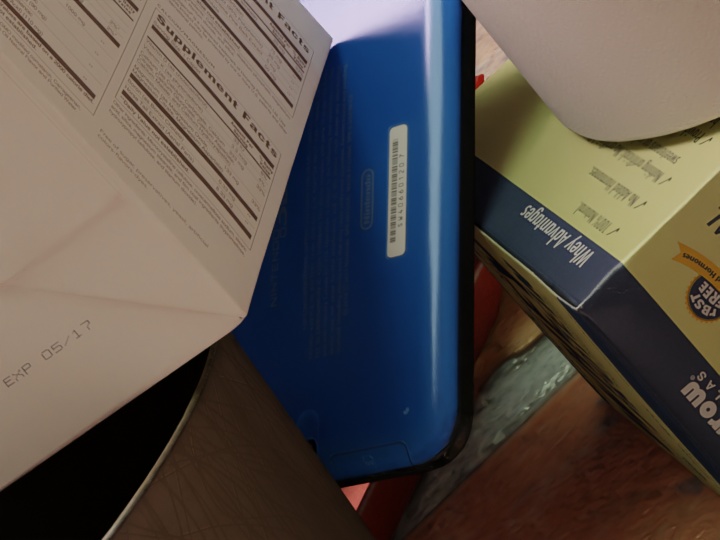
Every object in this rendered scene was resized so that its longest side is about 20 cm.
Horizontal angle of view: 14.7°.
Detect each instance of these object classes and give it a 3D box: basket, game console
[{"bbox_3d":[-0.045,0.141,0.939,0.136,0.200,0.181,-11,38,52],"label":"basket"},{"bbox_3d":[0.000,0.000,1.062,0.170,0.118,0.201,-14,66,36],"label":"game console"}]

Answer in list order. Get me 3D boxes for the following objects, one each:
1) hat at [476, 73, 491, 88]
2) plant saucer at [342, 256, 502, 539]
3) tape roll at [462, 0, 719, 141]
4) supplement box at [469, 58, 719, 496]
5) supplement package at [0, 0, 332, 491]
[{"bbox_3d":[0.004,-0.033,1.241,0.201,0.175,0.166,-60,4,14],"label":"hat"},{"bbox_3d":[-0.030,0.079,1.227,0.199,0.037,0.201,-19,33,44],"label":"plant saucer"},{"bbox_3d":[0.106,-0.161,0.945,0.202,0.139,0.203,-34,23,17],"label":"tape roll"},{"bbox_3d":[0.152,-0.038,1.007,0.200,0.134,0.200,-44,23,-1],"label":"supplement box"},{"bbox_3d":[-0.124,-0.048,0.944,0.151,0.151,0.200,-34,20,24],"label":"supplement package"}]
